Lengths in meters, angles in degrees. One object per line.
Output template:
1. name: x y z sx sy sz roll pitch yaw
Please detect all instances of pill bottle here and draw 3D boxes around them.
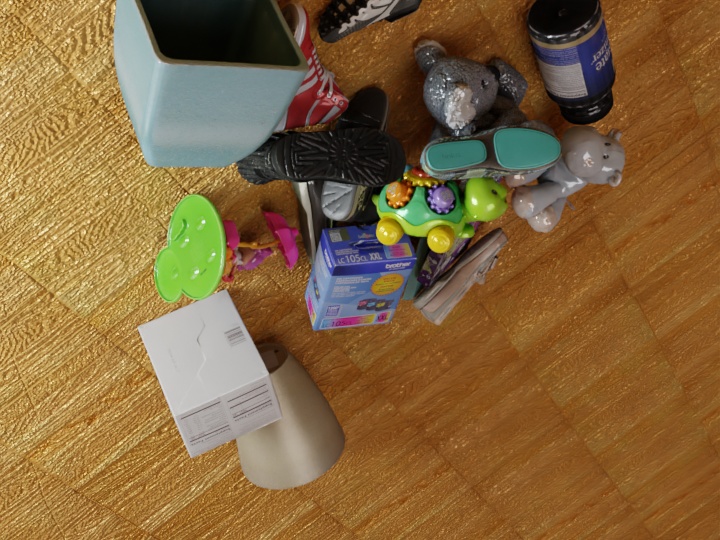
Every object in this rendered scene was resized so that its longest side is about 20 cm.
1. pill bottle: 0.324 -0.319 1.765 0.111 0.112 0.200 -31 138 -2

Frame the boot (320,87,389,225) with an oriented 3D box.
1. boot: 0.016 -0.159 1.748 0.150 0.073 0.202 21 83 -64

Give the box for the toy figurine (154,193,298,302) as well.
1. toy figurine: -0.183 -0.024 1.738 0.183 0.151 0.200 -3 152 -41

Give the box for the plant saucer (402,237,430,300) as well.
1. plant saucer: 0.113 -0.039 1.938 0.070 0.019 0.201 -42 153 -49

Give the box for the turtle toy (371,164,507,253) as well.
1. turtle toy: 0.113 -0.098 1.690 0.198 0.146 0.102 8 116 9

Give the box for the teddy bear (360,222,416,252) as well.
1. teddy bear: 0.024 -0.013 1.898 0.144 0.067 0.201 13 122 -41

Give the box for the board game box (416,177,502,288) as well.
1. board game box: 0.157 -0.065 1.880 0.120 0.032 0.200 -48 168 -33

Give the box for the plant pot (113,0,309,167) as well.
1. plant pot: -0.209 -0.239 1.471 0.194 0.197 0.201 -2 138 -30

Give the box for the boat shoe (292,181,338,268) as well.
1. boat shoe: -0.062 -0.082 1.780 0.060 0.072 0.202 -17 133 -11

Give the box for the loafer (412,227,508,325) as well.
1. loafer: 0.179 0.011 1.973 0.200 0.072 0.063 -41 96 15

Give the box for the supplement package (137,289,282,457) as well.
1. supplement package: -0.232 0.156 1.800 0.155 0.200 0.111 -23 137 -11

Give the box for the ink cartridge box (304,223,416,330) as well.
1. ink cartridge box: 0.000 0.000 1.777 0.135 0.077 0.201 -6 143 -19

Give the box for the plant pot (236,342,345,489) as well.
1. plant pot: -0.137 0.227 1.958 0.186 0.187 0.201 -22 122 -11

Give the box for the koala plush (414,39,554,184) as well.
1. koala plush: 0.154 -0.236 1.702 0.183 0.178 0.200 -31 142 13

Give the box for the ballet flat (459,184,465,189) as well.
1. ballet flat: 0.187 -0.184 1.840 0.200 0.072 0.072 -44 136 12

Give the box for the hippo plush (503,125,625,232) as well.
1. hippo plush: 0.339 -0.148 1.857 0.199 0.161 0.160 23 158 -39

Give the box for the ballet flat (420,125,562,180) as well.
1. ballet flat: 0.180 -0.162 1.637 0.198 0.075 0.075 -2 132 -5

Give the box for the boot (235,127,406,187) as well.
1. boot: -0.057 -0.158 1.647 0.209 0.158 0.080 3 89 -25

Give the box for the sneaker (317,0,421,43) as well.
1. sneaker: 0.034 -0.365 1.583 0.200 0.067 0.090 -41 135 5

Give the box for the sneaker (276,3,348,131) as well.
1. sneaker: -0.066 -0.278 1.599 0.112 0.072 0.201 -6 139 -21
